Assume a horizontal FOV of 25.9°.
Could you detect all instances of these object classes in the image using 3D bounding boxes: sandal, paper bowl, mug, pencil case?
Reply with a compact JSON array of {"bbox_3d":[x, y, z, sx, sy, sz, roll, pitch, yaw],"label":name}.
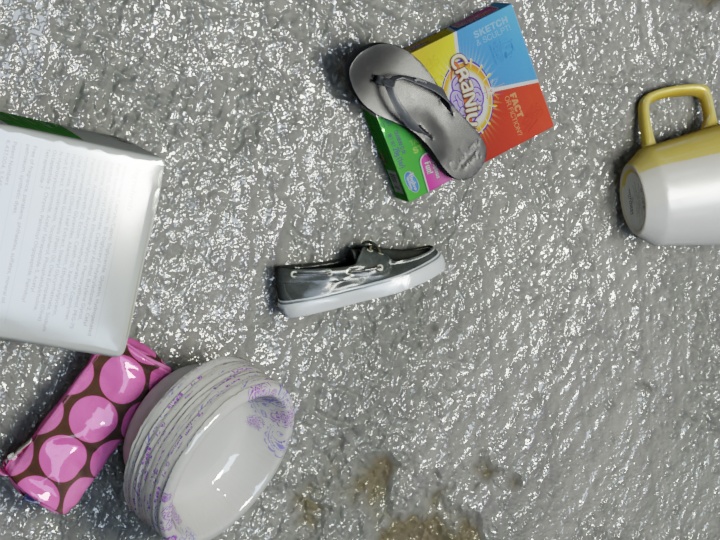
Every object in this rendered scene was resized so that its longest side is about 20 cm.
[{"bbox_3d":[0.068,-0.177,1.694,0.200,0.043,0.076,38,85,-24],"label":"sandal"},{"bbox_3d":[-0.171,0.182,1.650,0.200,0.104,0.202,-41,149,-31],"label":"paper bowl"},{"bbox_3d":[0.386,-0.107,1.851,0.151,0.188,0.150,-9,136,-11],"label":"mug"},{"bbox_3d":[-0.289,0.156,1.637,0.093,0.091,0.201,38,82,-19],"label":"pencil case"}]

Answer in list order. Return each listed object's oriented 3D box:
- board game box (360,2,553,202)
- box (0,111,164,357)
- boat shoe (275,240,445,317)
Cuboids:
[{"bbox_3d":[0.104,-0.190,1.753,0.199,0.040,0.154,-28,109,-15],"label":"board game box"},{"bbox_3d":[-0.311,-0.041,1.527,0.170,0.199,0.202,12,96,-24],"label":"box"},{"bbox_3d":[0.000,0.000,1.734,0.198,0.069,0.057,-16,105,-16],"label":"boat shoe"}]
